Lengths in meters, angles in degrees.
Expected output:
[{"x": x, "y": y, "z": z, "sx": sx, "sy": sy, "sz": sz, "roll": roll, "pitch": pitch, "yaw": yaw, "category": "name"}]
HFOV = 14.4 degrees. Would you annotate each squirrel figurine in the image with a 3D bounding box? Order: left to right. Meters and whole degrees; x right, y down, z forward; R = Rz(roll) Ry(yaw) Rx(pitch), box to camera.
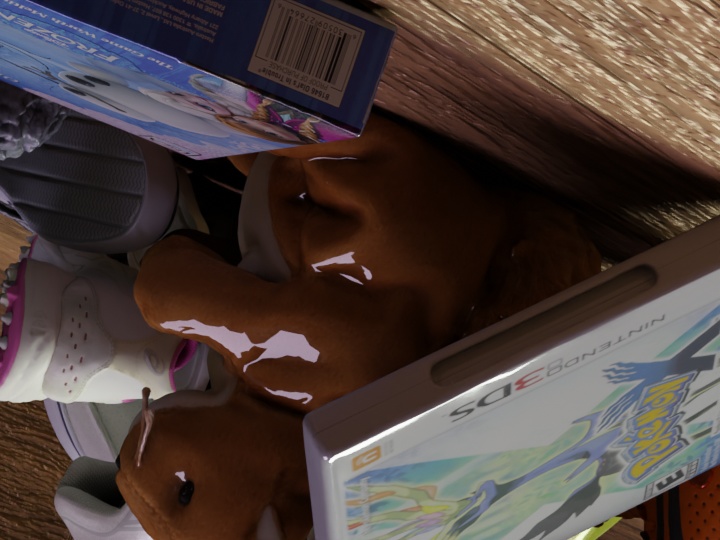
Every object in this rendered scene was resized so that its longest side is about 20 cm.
[{"x": -0.002, "y": 0.044, "z": 1.144, "sx": 0.199, "sy": 0.188, "sz": 0.141, "roll": 21, "pitch": 173, "yaw": -11, "category": "squirrel figurine"}]

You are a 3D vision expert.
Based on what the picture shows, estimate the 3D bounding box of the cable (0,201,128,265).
[{"x": -0.126, "y": -0.025, "z": 1.537, "sx": 0.199, "sy": 0.051, "sz": 0.163, "roll": 19, "pitch": 173, "yaw": 14, "category": "cable"}]

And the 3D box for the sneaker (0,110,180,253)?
[{"x": -0.128, "y": -0.052, "z": 1.299, "sx": 0.071, "sy": 0.073, "sz": 0.200, "roll": 13, "pitch": -172, "yaw": -37, "category": "sneaker"}]

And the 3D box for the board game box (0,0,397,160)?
[{"x": -0.112, "y": -0.094, "z": 0.970, "sx": 0.199, "sy": 0.044, "sz": 0.199, "roll": 22, "pitch": 174, "yaw": -17, "category": "board game box"}]

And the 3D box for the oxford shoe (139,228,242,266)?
[{"x": 0.000, "y": 0.000, "z": 1.261, "sx": 0.199, "sy": 0.085, "sz": 0.073, "roll": 9, "pitch": -155, "yaw": -23, "category": "oxford shoe"}]

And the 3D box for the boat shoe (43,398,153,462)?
[{"x": -0.081, "y": 0.106, "z": 1.376, "sx": 0.203, "sy": 0.074, "sz": 0.086, "roll": 60, "pitch": 157, "yaw": -7, "category": "boat shoe"}]

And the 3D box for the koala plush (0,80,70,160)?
[{"x": -0.225, "y": -0.048, "z": 1.199, "sx": 0.183, "sy": 0.178, "sz": 0.200, "roll": 31, "pitch": 174, "yaw": 2, "category": "koala plush"}]

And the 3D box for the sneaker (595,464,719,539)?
[{"x": 0.117, "y": 0.100, "z": 1.242, "sx": 0.077, "sy": 0.113, "sz": 0.200, "roll": 4, "pitch": 153, "yaw": -38, "category": "sneaker"}]

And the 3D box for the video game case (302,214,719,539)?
[{"x": 0.066, "y": 0.063, "z": 1.065, "sx": 0.022, "sy": 0.181, "sz": 0.200, "roll": 60, "pitch": 169, "yaw": 24, "category": "video game case"}]

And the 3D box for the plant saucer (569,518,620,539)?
[{"x": 0.042, "y": 0.115, "z": 1.484, "sx": 0.199, "sy": 0.048, "sz": 0.200, "roll": 13, "pitch": -174, "yaw": 14, "category": "plant saucer"}]

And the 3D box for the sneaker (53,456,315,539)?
[{"x": -0.054, "y": 0.093, "z": 1.269, "sx": 0.199, "sy": 0.075, "sz": 0.081, "roll": -26, "pitch": 108, "yaw": 28, "category": "sneaker"}]

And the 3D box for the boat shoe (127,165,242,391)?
[{"x": -0.067, "y": 0.006, "z": 1.356, "sx": 0.060, "sy": 0.076, "sz": 0.200, "roll": 16, "pitch": -154, "yaw": -17, "category": "boat shoe"}]

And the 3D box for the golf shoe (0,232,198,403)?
[{"x": -0.119, "y": 0.027, "z": 1.288, "sx": 0.091, "sy": 0.076, "sz": 0.200, "roll": 11, "pitch": -171, "yaw": -4, "category": "golf shoe"}]
